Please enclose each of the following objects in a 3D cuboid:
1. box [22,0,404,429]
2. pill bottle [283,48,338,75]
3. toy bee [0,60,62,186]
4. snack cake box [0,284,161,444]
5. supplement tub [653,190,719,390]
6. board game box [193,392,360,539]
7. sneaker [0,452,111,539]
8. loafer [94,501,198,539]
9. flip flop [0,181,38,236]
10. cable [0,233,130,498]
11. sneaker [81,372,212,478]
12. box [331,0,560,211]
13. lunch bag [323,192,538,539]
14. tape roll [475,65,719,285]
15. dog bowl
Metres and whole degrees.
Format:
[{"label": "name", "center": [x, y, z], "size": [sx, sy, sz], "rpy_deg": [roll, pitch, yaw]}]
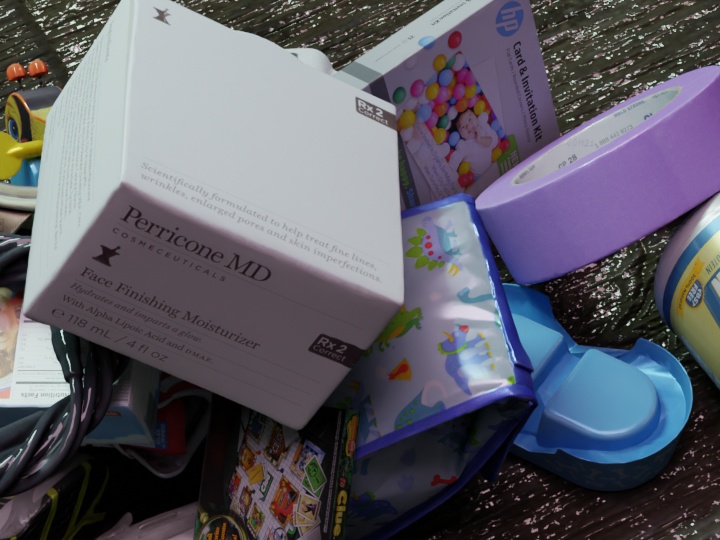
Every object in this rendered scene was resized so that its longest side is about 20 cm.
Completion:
[{"label": "box", "center": [-0.089, -0.040, 1.552], "size": [0.198, 0.131, 0.200], "rpy_deg": [24, 37, -21]}, {"label": "pill bottle", "center": [-0.076, -0.111, 1.874], "size": [0.199, 0.111, 0.111], "rpy_deg": [-2, 49, 5]}, {"label": "toy bee", "center": [-0.228, -0.094, 1.787], "size": [0.199, 0.109, 0.131], "rpy_deg": [-1, 12, 38]}, {"label": "snack cake box", "center": [-0.230, 0.050, 1.616], "size": [0.199, 0.067, 0.116], "rpy_deg": [0, 65, 10]}, {"label": "supplement tub", "center": [0.305, 0.045, 1.674], "size": [0.144, 0.145, 0.200], "rpy_deg": [-24, 51, -15]}, {"label": "board game box", "center": [-0.060, 0.181, 1.585], "size": [0.104, 0.023, 0.201], "rpy_deg": [8, 89, 28]}, {"label": "sneaker", "center": [-0.258, 0.186, 1.671], "size": [0.076, 0.076, 0.200], "rpy_deg": [23, 44, 34]}, {"label": "loafer", "center": [-0.152, 0.198, 1.648], "size": [0.199, 0.070, 0.070], "rpy_deg": [-14, 44, -16]}, {"label": "flip flop", "center": [-0.233, -0.024, 1.662], "size": [0.199, 0.081, 0.058], "rpy_deg": [2, 79, 12]}, {"label": "cable", "center": [-0.234, 0.070, 1.548], "size": [0.162, 0.051, 0.201], "rpy_deg": [19, 67, 13]}, {"label": "sneaker", "center": [-0.187, 0.101, 1.658], "size": [0.199, 0.071, 0.112], "rpy_deg": [-24, 43, -20]}, {"label": "box", "center": [0.051, -0.106, 1.824], "size": [0.200, 0.156, 0.041], "rpy_deg": [-36, 41, -24]}, {"label": "lunch bag", "center": [0.021, 0.066, 1.649], "size": [0.200, 0.127, 0.171], "rpy_deg": [-37, 50, 28]}, {"label": "tape roll", "center": [0.181, -0.068, 1.759], "size": [0.200, 0.066, 0.200], "rpy_deg": [-30, 8, 5]}, {"label": "dog bowl", "center": [0.134, 0.084, 1.723], "size": [0.199, 0.050, 0.112], "rpy_deg": [24, 56, 25]}]
